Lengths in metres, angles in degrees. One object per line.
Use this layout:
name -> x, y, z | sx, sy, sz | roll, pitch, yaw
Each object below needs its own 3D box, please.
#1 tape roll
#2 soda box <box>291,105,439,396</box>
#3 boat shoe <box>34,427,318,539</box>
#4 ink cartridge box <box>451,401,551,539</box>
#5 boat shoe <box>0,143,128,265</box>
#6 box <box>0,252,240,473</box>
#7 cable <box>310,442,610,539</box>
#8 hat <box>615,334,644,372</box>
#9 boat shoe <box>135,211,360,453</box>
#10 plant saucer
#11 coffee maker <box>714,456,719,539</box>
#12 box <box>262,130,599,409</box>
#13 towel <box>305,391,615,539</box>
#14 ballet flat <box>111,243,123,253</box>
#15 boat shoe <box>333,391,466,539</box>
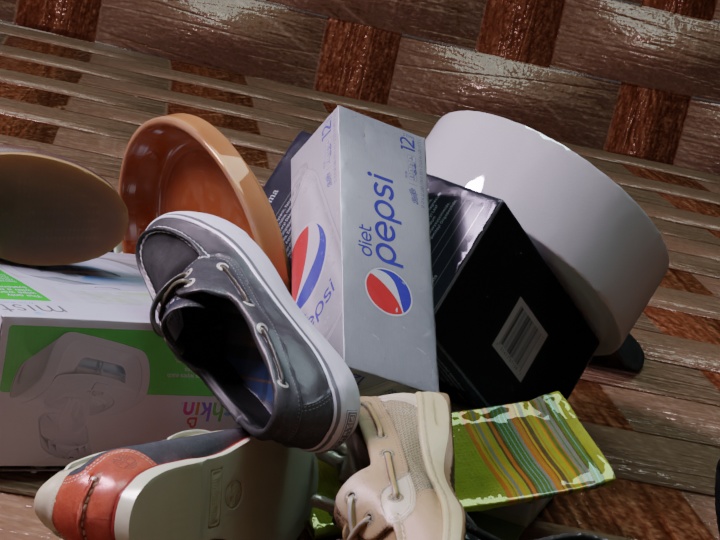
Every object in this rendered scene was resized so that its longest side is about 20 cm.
tape roll -> 0.118, -0.025, 1.395 | 0.202, 0.071, 0.203 | 31, -16, 10
soda box -> 0.000, 0.000, 1.186 | 0.068, 0.063, 0.201 | 18, 49, -26
boat shoe -> -0.090, 0.119, 1.031 | 0.062, 0.072, 0.200 | 5, 3, 29
ink cartridge box -> 0.041, 0.123, 1.208 | 0.145, 0.048, 0.200 | 16, 10, 14
boat shoe -> -0.243, -0.050, 1.187 | 0.199, 0.071, 0.070 | 9, 15, -18
box -> -0.175, 0.053, 1.187 | 0.199, 0.097, 0.176 | 5, 12, -36
cable -> 0.064, 0.150, 1.080 | 0.199, 0.051, 0.097 | 15, 28, 2
hat -> 0.171, 0.024, 1.698 | 0.201, 0.081, 0.201 | 56, 11, -16
boat shoe -> -0.079, 0.031, 1.063 | 0.066, 0.070, 0.200 | 5, 33, -43
plant saucer -> -0.099, -0.005, 1.278 | 0.032, 0.201, 0.200 | -17, 26, -30
coffee maker -> 0.247, 0.157, 1.048 | 0.191, 0.135, 0.200 | 12, 11, -1
box -> 0.039, 0.017, 1.346 | 0.182, 0.104, 0.200 | 21, -19, 36
towel -> 0.050, 0.115, 1.166 | 0.199, 0.018, 0.086 | -7, 34, -22
ballet flat -> -0.185, -0.021, 1.471 | 0.199, 0.071, 0.071 | -20, -4, 27
boat shoe -> 0.017, 0.135, 1.004 | 0.064, 0.072, 0.200 | 5, 30, -3
